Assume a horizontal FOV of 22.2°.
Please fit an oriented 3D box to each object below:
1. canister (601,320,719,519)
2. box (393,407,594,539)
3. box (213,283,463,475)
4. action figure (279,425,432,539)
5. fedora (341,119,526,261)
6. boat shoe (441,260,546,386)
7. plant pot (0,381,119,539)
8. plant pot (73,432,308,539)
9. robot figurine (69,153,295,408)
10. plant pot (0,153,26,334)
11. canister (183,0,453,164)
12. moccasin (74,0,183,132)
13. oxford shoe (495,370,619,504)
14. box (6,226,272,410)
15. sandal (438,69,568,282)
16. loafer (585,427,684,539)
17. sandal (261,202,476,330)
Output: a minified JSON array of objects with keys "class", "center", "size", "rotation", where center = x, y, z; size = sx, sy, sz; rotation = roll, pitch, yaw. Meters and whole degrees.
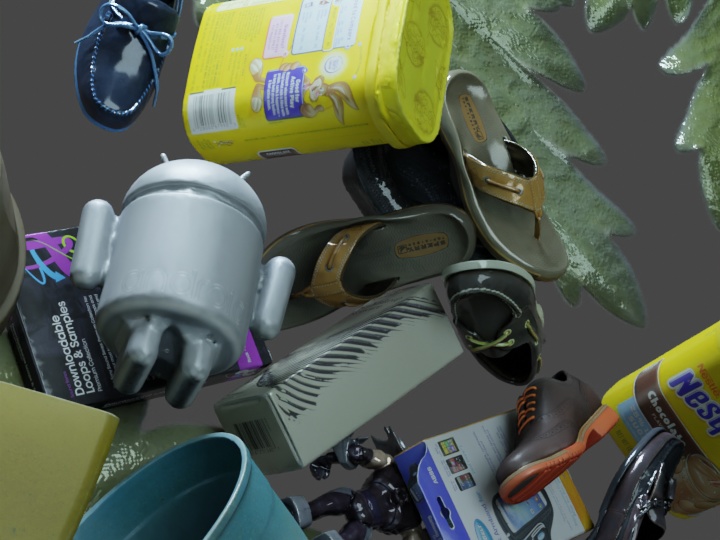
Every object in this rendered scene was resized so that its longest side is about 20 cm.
[{"class":"canister","center":[0.317,0.122,1.588],"size":[0.086,0.200,0.149],"rotation":[-35,87,-39]},{"class":"box","center":[0.105,0.184,1.492],"size":[0.199,0.041,0.120],"rotation":[-11,72,-52]},{"class":"box","center":[-0.015,0.086,1.465],"size":[0.200,0.082,0.069],"rotation":[-33,101,-40]},{"class":"action figure","center":[-0.008,0.191,1.434],"size":[0.199,0.069,0.131],"rotation":[-11,65,-51]},{"class":"fedora","center":[0.056,-0.071,1.588],"size":[0.200,0.091,0.202],"rotation":[17,60,-31]},{"class":"boat shoe","center":[0.116,0.044,1.529],"size":[0.201,0.071,0.061],"rotation":[45,43,-64]},{"class":"plant pot","center":[-0.297,0.168,1.190],"size":[0.199,0.200,0.178],"rotation":[19,68,-23]},{"class":"plant pot","center":[-0.101,0.249,1.276],"size":[0.188,0.199,0.200],"rotation":[51,49,-20]},{"class":"robot figurine","center":[-0.132,0.000,1.375],"size":[0.169,0.113,0.201],"rotation":[18,57,-16]},{"class":"plant pot","center":[-0.317,-0.038,1.264],"size":[0.199,0.174,0.201],"rotation":[9,65,-19]},{"class":"canister","center":[-0.036,-0.165,1.496],"size":[0.087,0.199,0.149],"rotation":[48,44,-50]},{"class":"moccasin","center":[-0.189,-0.211,1.520],"size":[0.080,0.068,0.201],"rotation":[21,57,-22]},{"class":"oxford shoe","center":[0.145,0.134,1.498],"size":[0.073,0.071,0.200],"rotation":[51,24,7]},{"class":"box","center":[-0.180,0.031,1.425],"size":[0.199,0.036,0.144],"rotation":[-10,72,-37]},{"class":"sandal","center":[0.122,-0.084,1.545],"size":[0.080,0.054,0.201],"rotation":[-16,81,-41]},{"class":"loafer","center":[0.228,0.225,1.539],"size":[0.063,0.072,0.200],"rotation":[21,64,32]},{"class":"sandal","center":[0.000,0.000,1.479],"size":[0.199,0.055,0.082],"rotation":[-13,112,-2]}]
